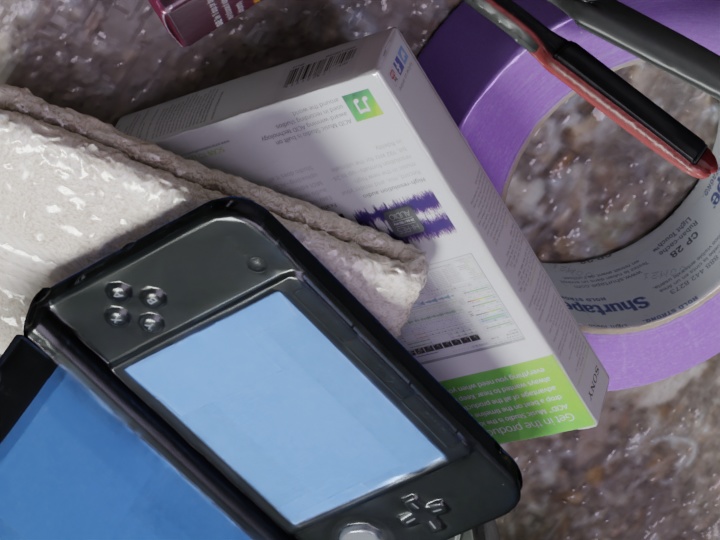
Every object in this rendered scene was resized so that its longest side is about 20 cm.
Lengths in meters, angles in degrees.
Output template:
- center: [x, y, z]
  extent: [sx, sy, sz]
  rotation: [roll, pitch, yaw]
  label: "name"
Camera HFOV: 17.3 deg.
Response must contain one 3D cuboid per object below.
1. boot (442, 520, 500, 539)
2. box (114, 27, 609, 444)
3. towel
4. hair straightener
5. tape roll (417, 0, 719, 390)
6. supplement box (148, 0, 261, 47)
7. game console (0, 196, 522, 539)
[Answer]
- center: [0.074, 0.161, 1.111]
  extent: [0.130, 0.068, 0.201]
  rotation: [-30, 117, -43]
  label: "boot"
- center: [0.000, 0.000, 1.014]
  extent: [0.144, 0.036, 0.200]
  rotation: [-14, 123, 31]
  label: "box"
- center: [-0.082, 0.007, 0.988]
  extent: [0.199, 0.035, 0.133]
  rotation: [20, 133, -7]
  label: "towel"
- center: [0.082, -0.125, 0.963]
  extent: [0.200, 0.041, 0.077]
  rotation: [39, 114, 10]
  label: "hair straightener"
- center: [0.115, -0.047, 1.068]
  extent: [0.199, 0.066, 0.201]
  rotation: [-9, 121, -15]
  label: "tape roll"
- center: [-0.016, -0.186, 0.899]
  extent: [0.200, 0.086, 0.111]
  rotation: [-32, 88, -1]
  label: "supplement box"
- center: [-0.057, 0.097, 0.964]
  extent: [0.170, 0.119, 0.200]
  rotation: [-26, 124, 30]
  label: "game console"
